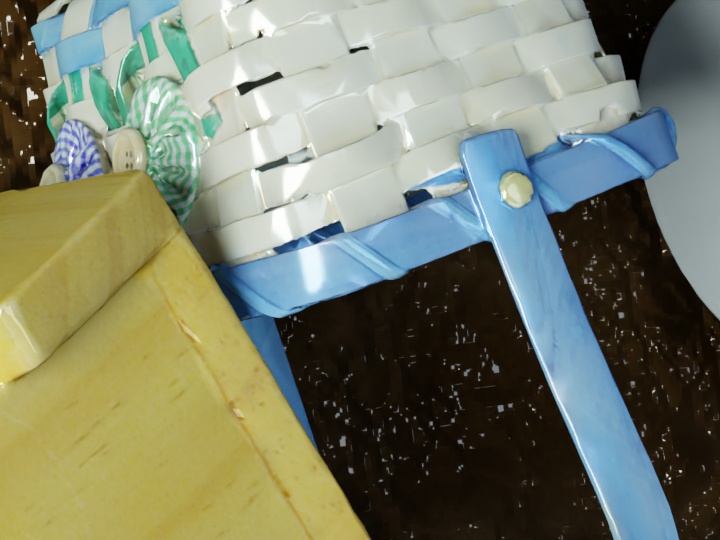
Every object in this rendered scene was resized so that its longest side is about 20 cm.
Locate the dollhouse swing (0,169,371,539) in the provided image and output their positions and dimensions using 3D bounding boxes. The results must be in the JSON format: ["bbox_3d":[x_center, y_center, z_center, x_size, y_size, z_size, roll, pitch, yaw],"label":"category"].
[{"bbox_3d":[-0.083,0.110,0.676,0.176,0.182,0.200,-40,108,-29],"label":"dollhouse swing"}]

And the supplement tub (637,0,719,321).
[{"bbox_3d":[0.199,-0.056,0.894,0.200,0.145,0.146,-20,97,-32],"label":"supplement tub"}]

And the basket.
[{"bbox_3d":[0.000,0.000,0.753,0.139,0.176,0.200,-25,91,-29],"label":"basket"}]
